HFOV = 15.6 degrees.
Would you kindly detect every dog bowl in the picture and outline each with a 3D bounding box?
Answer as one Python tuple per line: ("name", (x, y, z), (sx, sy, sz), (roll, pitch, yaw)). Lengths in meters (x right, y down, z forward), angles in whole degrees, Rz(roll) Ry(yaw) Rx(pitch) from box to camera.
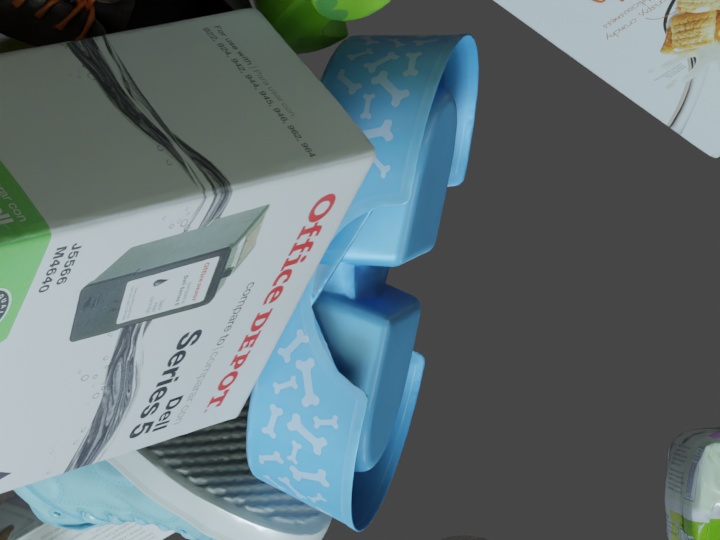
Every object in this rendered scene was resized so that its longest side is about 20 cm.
("dog bowl", (0.000, 0.000, 1.037), (0.049, 0.111, 0.201), (14, 99, 11))

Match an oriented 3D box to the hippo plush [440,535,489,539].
("hippo plush", (0.043, 0.237, 1.180), (0.158, 0.161, 0.201), (4, 124, -1))

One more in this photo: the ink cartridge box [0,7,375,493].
("ink cartridge box", (-0.110, -0.001, 0.919), (0.084, 0.199, 0.146), (49, 131, 24))

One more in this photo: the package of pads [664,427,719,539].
("package of pads", (0.229, 0.096, 1.088), (0.199, 0.155, 0.069), (0, 87, 2))

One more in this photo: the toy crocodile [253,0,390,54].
("toy crocodile", (0.018, -0.157, 0.976), (0.062, 0.068, 0.200), (8, 130, -41))

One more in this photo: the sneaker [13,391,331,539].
("sneaker", (-0.100, 0.080, 1.111), (0.199, 0.074, 0.082), (29, 129, 21))

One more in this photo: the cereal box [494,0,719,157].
("cereal box", (0.127, -0.130, 0.963), (0.144, 0.040, 0.200), (-37, 138, 24))

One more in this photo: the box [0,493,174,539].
("box", (-0.141, 0.122, 1.184), (0.200, 0.039, 0.041), (-32, 119, 21))

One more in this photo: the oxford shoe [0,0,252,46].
("oxford shoe", (-0.117, -0.115, 0.962), (0.199, 0.073, 0.071), (14, 106, -37))
